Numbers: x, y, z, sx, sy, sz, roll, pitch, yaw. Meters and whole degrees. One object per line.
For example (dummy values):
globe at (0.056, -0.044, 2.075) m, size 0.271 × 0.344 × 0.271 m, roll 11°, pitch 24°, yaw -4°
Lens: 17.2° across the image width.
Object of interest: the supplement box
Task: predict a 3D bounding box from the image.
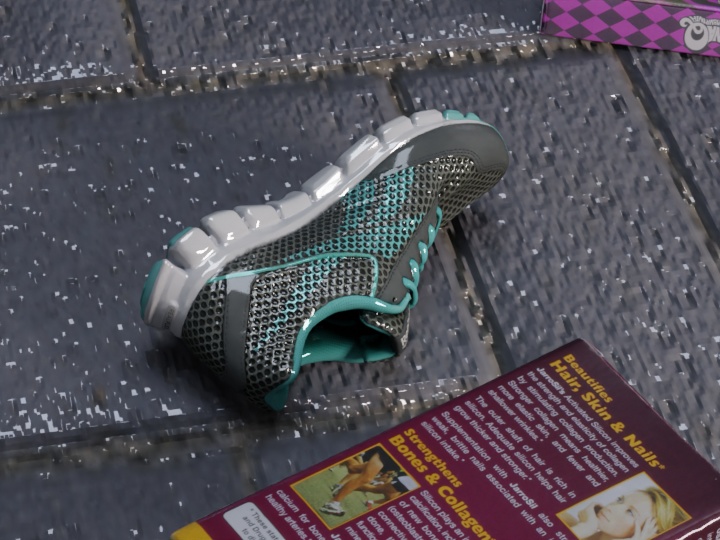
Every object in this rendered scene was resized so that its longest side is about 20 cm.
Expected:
supplement box at (0.038, 0.122, 0.914) m, size 0.199 × 0.086 × 0.110 m, roll -23°, pitch 47°, yaw -26°

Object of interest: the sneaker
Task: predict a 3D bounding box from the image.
sneaker at (0.000, 0.000, 1.076) m, size 0.199 × 0.078 × 0.091 m, roll -31°, pitch 67°, yaw -28°

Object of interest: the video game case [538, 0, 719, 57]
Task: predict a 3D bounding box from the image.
video game case at (0.205, -0.181, 1.306) m, size 0.198 × 0.036 × 0.182 m, roll 8°, pitch 43°, yaw 6°
